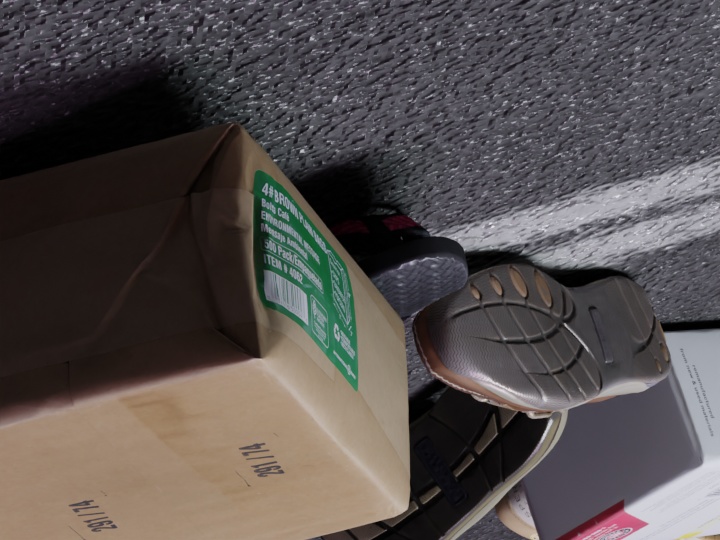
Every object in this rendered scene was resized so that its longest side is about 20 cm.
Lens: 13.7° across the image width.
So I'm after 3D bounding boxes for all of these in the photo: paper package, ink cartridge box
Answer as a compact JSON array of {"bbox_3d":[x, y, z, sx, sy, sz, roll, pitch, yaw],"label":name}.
[{"bbox_3d":[-0.092,0.043,1.201,0.190,0.104,0.200,-14,154,14],"label":"paper package"},{"bbox_3d":[0.208,0.095,1.740,0.199,0.084,0.145,-2,155,-40],"label":"ink cartridge box"}]

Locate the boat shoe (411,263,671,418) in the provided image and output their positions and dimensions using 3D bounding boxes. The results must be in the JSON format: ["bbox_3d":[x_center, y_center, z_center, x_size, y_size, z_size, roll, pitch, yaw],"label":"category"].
[{"bbox_3d":[0.081,0.043,1.489,0.072,0.076,0.200,-23,163,31],"label":"boat shoe"}]

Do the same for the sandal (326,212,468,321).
[{"bbox_3d":[0.000,0.000,1.357,0.075,0.045,0.200,-10,174,-9],"label":"sandal"}]

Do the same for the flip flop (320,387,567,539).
[{"bbox_3d":[0.046,0.105,1.646,0.200,0.081,0.057,-40,167,36],"label":"flip flop"}]

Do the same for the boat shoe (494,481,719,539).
[{"bbox_3d":[0.161,0.142,1.854,0.199,0.074,0.069,14,146,-43],"label":"boat shoe"}]
